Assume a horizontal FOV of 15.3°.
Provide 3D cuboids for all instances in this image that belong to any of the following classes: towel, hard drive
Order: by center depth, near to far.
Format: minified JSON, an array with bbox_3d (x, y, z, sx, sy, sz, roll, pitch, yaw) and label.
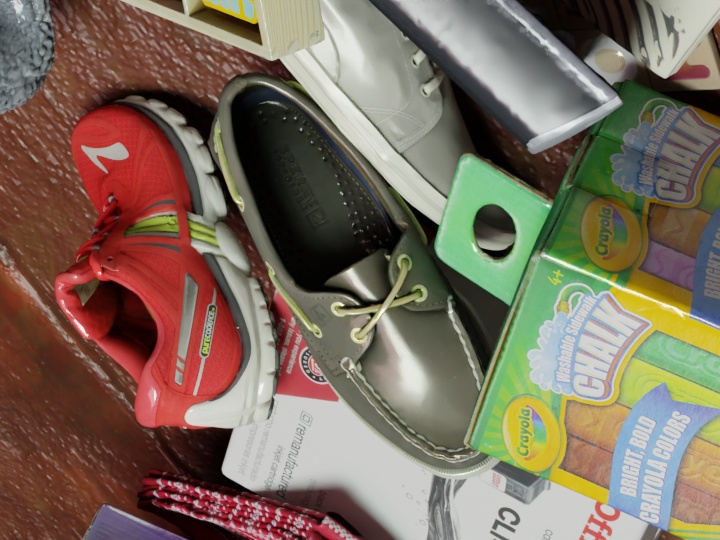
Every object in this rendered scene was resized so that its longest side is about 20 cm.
[{"bbox_3d":[0.037,-0.101,1.035,0.135,0.200,0.042,42,96,-6],"label":"hard drive"},{"bbox_3d":[-0.019,0.153,1.335,0.145,0.022,0.200,37,165,-25],"label":"towel"}]

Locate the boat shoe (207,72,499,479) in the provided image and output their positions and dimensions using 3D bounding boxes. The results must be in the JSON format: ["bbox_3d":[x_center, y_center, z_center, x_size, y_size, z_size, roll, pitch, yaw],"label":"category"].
[{"bbox_3d":[-0.003,0.002,1.161,0.202,0.072,0.060,57,-179,11],"label":"boat shoe"}]

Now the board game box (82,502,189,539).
[{"bbox_3d":[-0.042,0.203,1.398,0.200,0.057,0.165,23,163,16],"label":"board game box"}]

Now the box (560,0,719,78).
[{"bbox_3d":[0.068,-0.170,1.024,0.200,0.082,0.068,38,138,3],"label":"box"}]

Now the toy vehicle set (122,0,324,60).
[{"bbox_3d":[-0.086,-0.168,1.103,0.200,0.026,0.124,27,133,54],"label":"toy vehicle set"}]

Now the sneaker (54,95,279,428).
[{"bbox_3d":[-0.103,-0.008,1.233,0.077,0.085,0.200,105,147,-41],"label":"sneaker"}]

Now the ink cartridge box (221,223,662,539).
[{"bbox_3d":[0.050,0.077,1.255,0.200,0.084,0.144,28,137,10],"label":"ink cartridge box"}]

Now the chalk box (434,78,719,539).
[{"bbox_3d":[0.124,0.017,1.106,0.200,0.124,0.124,22,136,7],"label":"chalk box"}]

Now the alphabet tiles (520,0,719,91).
[{"bbox_3d":[0.078,-0.157,1.092,0.167,0.008,0.200,-1,124,35],"label":"alphabet tiles"}]

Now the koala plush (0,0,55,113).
[{"bbox_3d":[-0.263,-0.142,1.173,0.177,0.200,0.184,29,136,35],"label":"koala plush"}]

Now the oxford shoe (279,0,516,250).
[{"bbox_3d":[0.010,-0.090,1.158,0.058,0.075,0.200,-38,103,13],"label":"oxford shoe"}]
